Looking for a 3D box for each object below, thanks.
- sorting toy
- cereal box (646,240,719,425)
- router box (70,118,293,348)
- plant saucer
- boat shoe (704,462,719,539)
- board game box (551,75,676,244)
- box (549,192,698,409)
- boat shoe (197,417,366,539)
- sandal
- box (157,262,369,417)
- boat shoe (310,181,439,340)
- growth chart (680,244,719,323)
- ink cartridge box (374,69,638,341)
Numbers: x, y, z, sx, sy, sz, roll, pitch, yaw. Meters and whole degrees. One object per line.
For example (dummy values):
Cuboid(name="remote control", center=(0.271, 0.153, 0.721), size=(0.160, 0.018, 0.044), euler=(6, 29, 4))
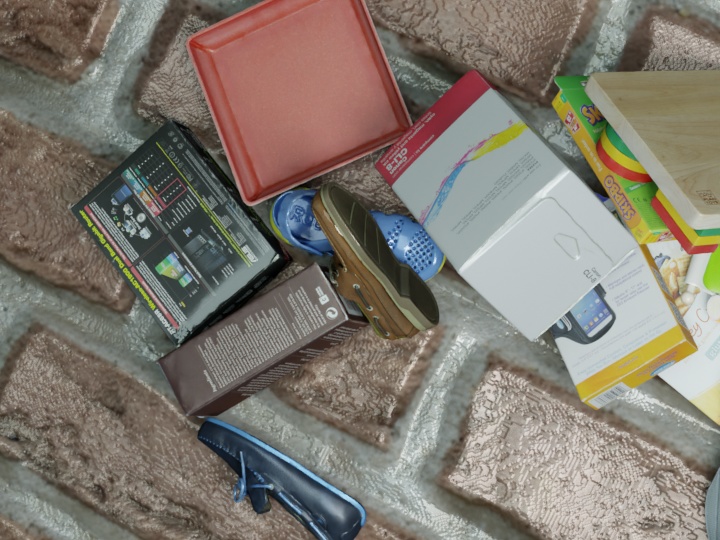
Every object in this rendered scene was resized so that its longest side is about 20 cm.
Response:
Cuboid(name="sorting toy", center=(0.329, -0.101, 1.643), size=(0.199, 0.199, 0.070), euler=(59, 140, 35))
Cuboid(name="cereal box", center=(0.326, 0.037, 1.716), size=(0.200, 0.040, 0.144), euler=(39, 95, 13))
Cuboid(name="router box", center=(-0.190, -0.037, 1.838), size=(0.150, 0.062, 0.200), euler=(-40, 78, 7))
Cuboid(name="plant saucer", center=(-0.062, -0.194, 1.830), size=(0.199, 0.037, 0.201), euler=(-23, 79, 11))
Cuboid(name="boat shoe", center=(0.389, 0.189, 1.672), size=(0.073, 0.067, 0.201), euler=(26, 118, 41))
Cuboid(name="board game box", center=(0.265, -0.113, 1.695), size=(0.030, 0.095, 0.200), euler=(-54, 53, 44))
Cuboid(name="box", center=(0.236, 0.022, 1.690), size=(0.119, 0.041, 0.200), euler=(-33, 54, 19))
Cuboid(name="boat shoe", center=(-0.091, 0.223, 1.783), size=(0.200, 0.084, 0.069), euler=(30, 82, 16))
Cuboid(name="sandal", center=(-0.009, -0.035, 1.782), size=(0.199, 0.087, 0.080), euler=(15, 88, 13))
Cuboid(name="box", center=(-0.099, 0.074, 1.789), size=(0.200, 0.100, 0.075), euler=(-33, 79, 9))
Cuboid(name="boat shoe", center=(0.000, 0.000, 1.722), size=(0.068, 0.072, 0.200), euler=(-24, 121, 23))
Cuboid(name="growth chart", center=(0.419, -0.004, 1.678), size=(0.199, 0.018, 0.145), euler=(11, 70, 7))
Cuboid(name="ink cartridge box", center=(0.140, -0.064, 1.672), size=(0.145, 0.145, 0.200), euler=(-43, 41, 7))
